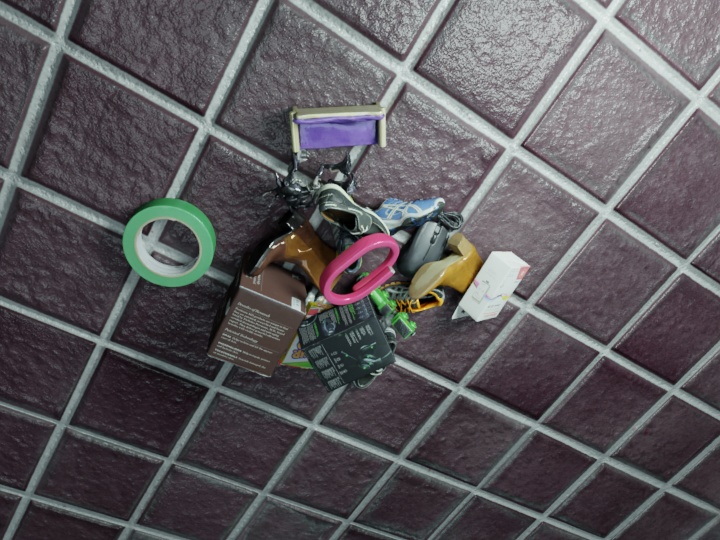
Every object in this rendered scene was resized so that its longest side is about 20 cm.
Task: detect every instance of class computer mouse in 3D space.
[{"bbox_3d":[0.153,-0.060,1.334,0.137,0.053,0.202,19,114,-17],"label":"computer mouse"}]

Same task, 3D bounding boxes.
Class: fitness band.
[{"bbox_3d":[0.000,0.000,1.228,0.199,0.038,0.143,-39,144,10],"label":"fitness band"}]

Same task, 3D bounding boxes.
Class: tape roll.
[{"bbox_3d":[-0.432,-0.062,1.268,0.197,0.048,0.203,-3,119,-5],"label":"tape roll"}]

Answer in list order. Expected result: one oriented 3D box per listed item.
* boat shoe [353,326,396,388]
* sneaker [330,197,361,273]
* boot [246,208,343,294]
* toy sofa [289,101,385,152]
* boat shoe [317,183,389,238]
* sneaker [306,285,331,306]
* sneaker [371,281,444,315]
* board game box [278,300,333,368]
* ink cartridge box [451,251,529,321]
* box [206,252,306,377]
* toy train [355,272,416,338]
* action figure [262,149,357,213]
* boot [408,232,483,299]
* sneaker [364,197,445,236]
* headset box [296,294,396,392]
[{"bbox_3d":[0.033,0.241,1.472,0.071,0.071,0.202,17,116,-16],"label":"boat shoe"},{"bbox_3d":[-0.030,-0.085,1.268,0.073,0.081,0.203,-15,103,-5],"label":"sneaker"},{"bbox_3d":[-0.144,-0.010,1.290,0.200,0.068,0.189,48,63,-28],"label":"boot"},{"bbox_3d":[-0.046,-0.294,1.159,0.197,0.098,0.084,-5,119,-5],"label":"toy sofa"},{"bbox_3d":[-0.014,-0.100,1.184,0.071,0.068,0.199,-33,131,29],"label":"boat shoe"},{"bbox_3d":[-0.136,0.137,1.391,0.078,0.074,0.202,24,113,-13],"label":"sneaker"},{"bbox_3d":[0.116,0.073,1.388,0.197,0.078,0.079,-18,121,5],"label":"sneaker"},{"bbox_3d":[-0.123,0.167,1.367,0.094,0.030,0.201,14,120,-31],"label":"board game box"},{"bbox_3d":[0.319,0.054,1.376,0.116,0.067,0.202,-3,129,-51],"label":"ink cartridge box"},{"bbox_3d":[-0.241,0.104,1.311,0.162,0.167,0.201,23,113,-17],"label":"box"},{"bbox_3d":[0.059,0.083,1.346,0.200,0.056,0.042,48,109,11],"label":"toy train"},{"bbox_3d":[-0.108,-0.192,1.203,0.197,0.103,0.120,-10,133,12],"label":"action figure"},{"bbox_3d":[0.214,0.022,1.340,0.202,0.071,0.144,-49,132,-6],"label":"boot"},{"bbox_3d":[0.092,-0.131,1.258,0.197,0.076,0.078,-17,79,15],"label":"sneaker"},{"bbox_3d":[-0.026,0.168,1.319,0.198,0.093,0.175,-25,130,2],"label":"headset box"}]
